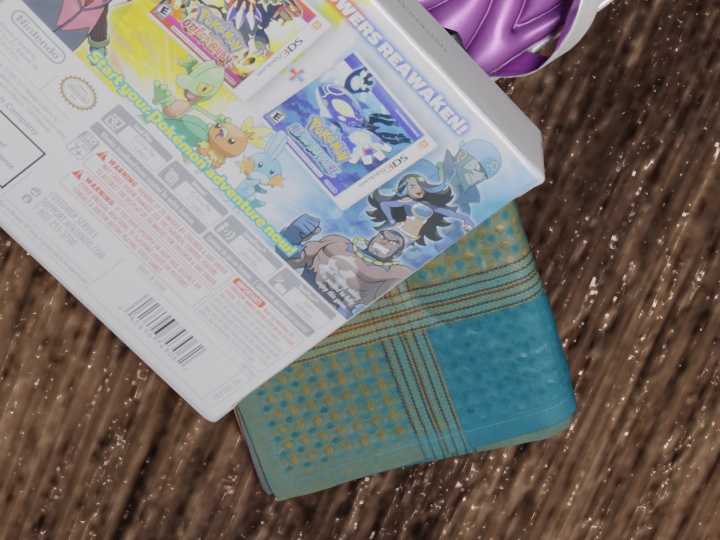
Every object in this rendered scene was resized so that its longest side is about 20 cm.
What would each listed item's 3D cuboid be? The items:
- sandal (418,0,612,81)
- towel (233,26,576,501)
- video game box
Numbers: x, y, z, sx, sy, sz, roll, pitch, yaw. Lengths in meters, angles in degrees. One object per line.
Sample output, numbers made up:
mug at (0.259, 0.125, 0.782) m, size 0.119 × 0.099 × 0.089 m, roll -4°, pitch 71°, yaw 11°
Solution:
sandal at (0.065, -0.115, 1.143) m, size 0.203 × 0.050 × 0.082 m, roll -43°, pitch 120°, yaw 11°
towel at (0.000, 0.000, 1.183) m, size 0.146 × 0.022 × 0.201 m, roll -13°, pitch 121°, yaw 10°
video game box at (-0.058, -0.060, 1.109) m, size 0.182 × 0.047 × 0.200 m, roll -35°, pitch 115°, yaw 23°
